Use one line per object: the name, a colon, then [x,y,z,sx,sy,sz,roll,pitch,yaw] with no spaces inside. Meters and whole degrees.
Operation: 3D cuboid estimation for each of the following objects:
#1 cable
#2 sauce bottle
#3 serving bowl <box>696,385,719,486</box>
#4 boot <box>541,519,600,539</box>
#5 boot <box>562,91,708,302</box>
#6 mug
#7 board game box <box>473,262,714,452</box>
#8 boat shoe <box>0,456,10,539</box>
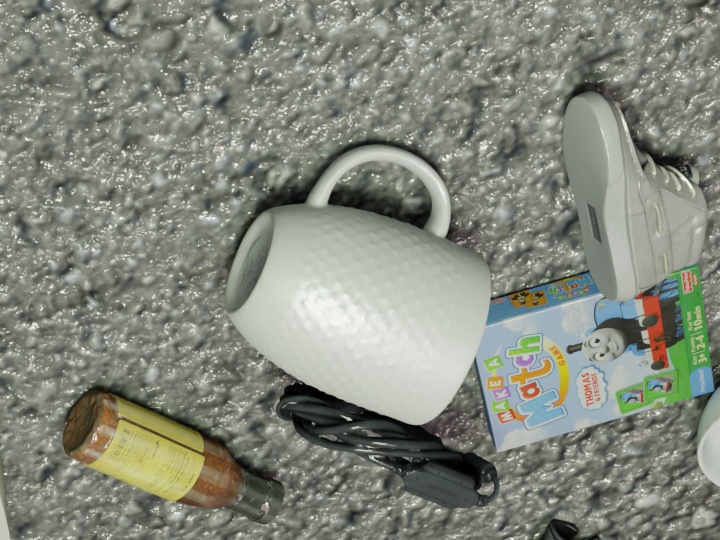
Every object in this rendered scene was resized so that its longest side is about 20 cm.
cable: [0.015,0.129,1.754,0.200,0.163,0.051,23,101,-30]
sauce bottle: [-0.154,0.164,1.797,0.200,0.066,0.066,29,117,-29]
serving bowl: [0.392,0.124,1.888,0.200,0.066,0.200,-3,144,-2]
boot: [0.204,0.325,2.020,0.132,0.070,0.200,-40,131,12]
boot: [0.224,-0.072,1.710,0.095,0.074,0.200,-25,131,-15]
mug: [0.000,0.000,1.669,0.175,0.148,0.200,21,90,-20]
board game box: [0.197,0.068,1.827,0.200,0.037,0.151,-16,131,0]
boat shoe: [-0.330,0.196,1.785,0.068,0.072,0.200,-6,138,-9]
